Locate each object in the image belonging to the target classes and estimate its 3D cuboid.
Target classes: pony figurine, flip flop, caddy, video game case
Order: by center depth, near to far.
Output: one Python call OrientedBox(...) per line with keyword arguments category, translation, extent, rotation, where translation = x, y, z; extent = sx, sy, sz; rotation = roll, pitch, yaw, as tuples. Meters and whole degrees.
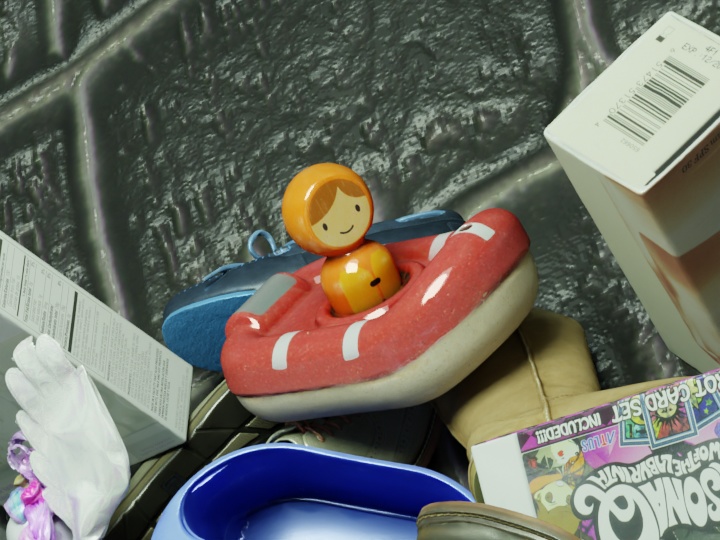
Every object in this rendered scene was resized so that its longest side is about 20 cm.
OrientedBox(category="video game case", translation=(0.165, 0.146, 1.354), extent=(0.199, 0.036, 0.182), rotation=(-19, 81, 28))
OrientedBox(category="caddy", translation=(-0.014, 0.172, 1.481), extent=(0.199, 0.105, 0.142), rotation=(9, 69, 11))
OrientedBox(category="pony figurine", translation=(-0.168, 0.148, 1.513), extent=(0.166, 0.200, 0.193), rotation=(-35, 86, 10))
OrientedBox(category="flip flop", translation=(-0.096, 0.120, 1.655), extent=(0.200, 0.081, 0.058), rotation=(-45, 29, -3))

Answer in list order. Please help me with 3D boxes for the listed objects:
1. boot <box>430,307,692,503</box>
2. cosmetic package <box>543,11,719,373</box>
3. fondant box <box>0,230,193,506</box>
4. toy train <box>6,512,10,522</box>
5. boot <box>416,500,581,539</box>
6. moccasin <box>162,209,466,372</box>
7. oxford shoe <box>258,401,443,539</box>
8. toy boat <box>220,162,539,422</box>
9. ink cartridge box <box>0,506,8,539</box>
OrientedBox(category="boot", translation=(0.126, 0.066, 1.525), extent=(0.174, 0.066, 0.200), rotation=(-8, 18, -2))
OrientedBox(category="cosmetic package", translation=(0.193, -0.030, 1.506), extent=(0.103, 0.200, 0.087), rotation=(-45, 45, -8))
OrientedBox(category="fondant box", translation=(-0.215, 0.055, 1.600), extent=(0.144, 0.200, 0.058), rotation=(-24, 44, 32))
OrientedBox(category="toy train", translation=(-0.192, 0.138, 1.719), extent=(0.046, 0.034, 0.201), rotation=(-12, 48, 18))
OrientedBox(category="boot", translation=(0.093, 0.183, 1.310), extent=(0.199, 0.075, 0.097), rotation=(23, 64, 27))
OrientedBox(category="moccasin", translation=(-0.023, 0.013, 1.706), extent=(0.199, 0.081, 0.068), rotation=(-9, 42, 6))
OrientedBox(category="oxford shoe", translation=(-0.011, 0.103, 1.608), extent=(0.071, 0.074, 0.201), rotation=(9, 59, 37))
OrientedBox(category="toy boat", translation=(0.000, 0.000, 1.555), extent=(0.199, 0.131, 0.131), rotation=(-10, 25, 40))
OrientedBox(category="ink cartridge box", translation=(-0.328, 0.123, 1.735), extent=(0.199, 0.145, 0.084), rotation=(-16, 45, 20))
